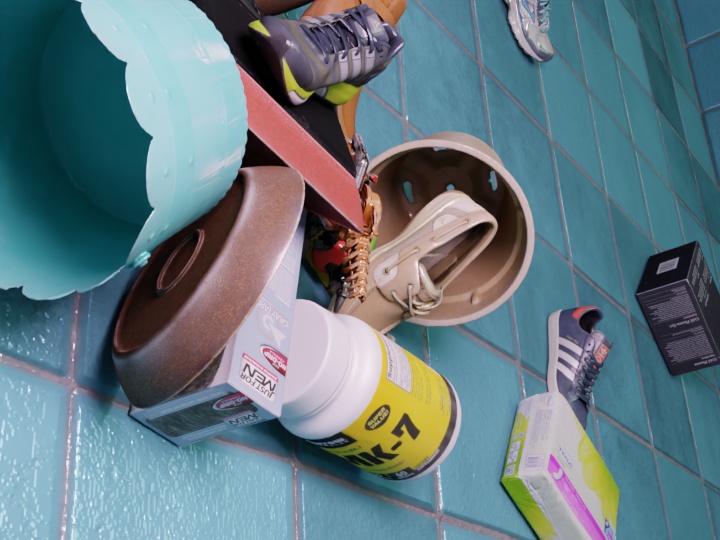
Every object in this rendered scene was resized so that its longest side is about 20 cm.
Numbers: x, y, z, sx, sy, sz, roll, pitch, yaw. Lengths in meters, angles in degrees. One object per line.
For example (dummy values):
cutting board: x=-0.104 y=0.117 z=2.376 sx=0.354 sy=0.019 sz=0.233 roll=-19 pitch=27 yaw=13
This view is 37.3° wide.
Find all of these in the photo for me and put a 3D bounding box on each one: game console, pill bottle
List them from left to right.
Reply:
game console: x=-0.111 y=-0.161 z=0.895 sx=0.200 sy=0.176 sz=0.116 roll=42 pitch=54 yaw=-41
pill bottle: x=-0.007 y=0.107 z=0.942 sx=0.200 sy=0.114 sz=0.114 roll=36 pitch=44 yaw=-45

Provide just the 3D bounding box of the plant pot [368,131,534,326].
plant pot: x=0.091 y=-0.067 z=1.163 sx=0.201 sy=0.200 sz=0.184 roll=62 pitch=19 yaw=-14

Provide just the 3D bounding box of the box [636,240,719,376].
box: x=0.623 y=0.071 z=2.047 sx=0.182 sy=0.104 sz=0.200 roll=63 pitch=30 yaw=-11

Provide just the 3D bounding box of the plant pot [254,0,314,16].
plant pot: x=-0.105 y=-0.307 z=0.987 sx=0.187 sy=0.187 sz=0.200 roll=58 pitch=41 yaw=-21

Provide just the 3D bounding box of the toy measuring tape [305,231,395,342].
toy measuring tape: x=0.000 y=0.000 z=1.065 sx=0.200 sy=0.074 sz=0.074 roll=56 pitch=32 yaw=-23

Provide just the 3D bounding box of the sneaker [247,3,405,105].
sneaker: x=-0.024 y=-0.182 z=0.851 sx=0.074 sy=0.081 sz=0.200 roll=59 pitch=19 yaw=0

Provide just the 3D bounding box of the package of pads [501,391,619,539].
package of pads: x=0.256 y=0.269 z=1.337 sx=0.200 sy=0.068 sz=0.155 roll=57 pitch=32 yaw=-24

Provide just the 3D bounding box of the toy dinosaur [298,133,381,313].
toy dinosaur: x=-0.026 y=-0.043 z=0.934 sx=0.102 sy=0.136 sz=0.200 roll=26 pitch=30 yaw=-5

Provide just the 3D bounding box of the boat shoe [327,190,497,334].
boat shoe: x=0.047 y=0.009 z=1.025 sx=0.072 sy=0.200 sz=0.065 roll=49 pitch=-4 yaw=-41

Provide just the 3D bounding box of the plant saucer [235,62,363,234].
plant saucer: x=-0.102 y=-0.119 z=0.857 sx=0.037 sy=0.200 sz=0.200 roll=-55 pitch=131 yaw=-8

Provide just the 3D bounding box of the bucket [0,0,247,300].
bucket: x=-0.182 y=-0.094 z=0.686 sx=0.135 sy=0.207 sz=0.207 roll=-33 pitch=101 yaw=-60

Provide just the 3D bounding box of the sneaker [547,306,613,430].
sneaker: x=0.315 y=0.133 z=1.504 sx=0.075 sy=0.084 sz=0.200 roll=40 pitch=41 yaw=-42

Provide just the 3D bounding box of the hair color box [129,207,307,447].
hair color box: x=-0.107 y=0.028 z=0.834 sx=0.061 sy=0.099 sz=0.200 roll=42 pitch=39 yaw=-39

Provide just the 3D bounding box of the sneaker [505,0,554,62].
sneaker: x=0.295 y=-0.455 z=1.830 sx=0.200 sy=0.086 sz=0.078 roll=63 pitch=31 yaw=-13

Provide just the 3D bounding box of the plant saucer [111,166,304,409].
plant saucer: x=-0.115 y=0.002 z=0.746 sx=0.034 sy=0.200 sz=0.200 roll=37 pitch=41 yaw=-24

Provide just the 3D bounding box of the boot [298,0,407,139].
boot: x=-0.005 y=-0.207 z=1.066 sx=0.155 sy=0.074 sz=0.200 roll=-55 pitch=161 yaw=-15
